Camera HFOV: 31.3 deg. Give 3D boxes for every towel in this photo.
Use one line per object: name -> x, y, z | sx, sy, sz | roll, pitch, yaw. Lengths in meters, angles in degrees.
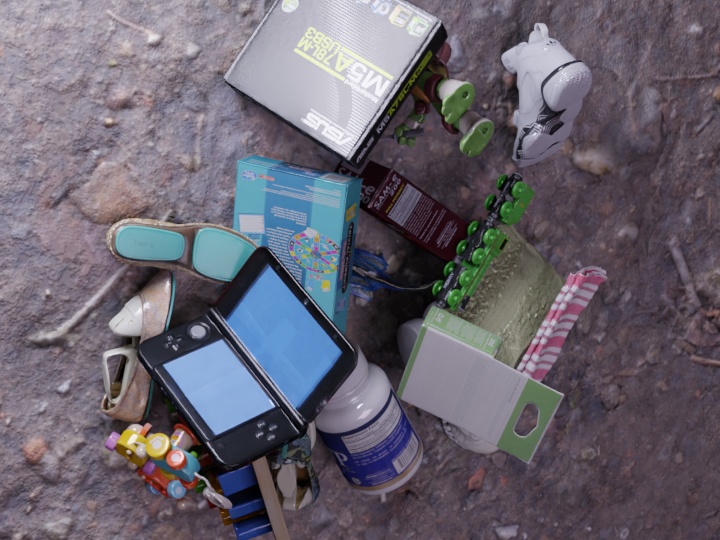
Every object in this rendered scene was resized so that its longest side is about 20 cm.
towel -> 0.185, 0.046, 1.725 | 0.148, 0.036, 0.200 | 41, 69, -10
towel -> 0.267, 0.086, 1.753 | 0.201, 0.030, 0.146 | -63, 162, 13

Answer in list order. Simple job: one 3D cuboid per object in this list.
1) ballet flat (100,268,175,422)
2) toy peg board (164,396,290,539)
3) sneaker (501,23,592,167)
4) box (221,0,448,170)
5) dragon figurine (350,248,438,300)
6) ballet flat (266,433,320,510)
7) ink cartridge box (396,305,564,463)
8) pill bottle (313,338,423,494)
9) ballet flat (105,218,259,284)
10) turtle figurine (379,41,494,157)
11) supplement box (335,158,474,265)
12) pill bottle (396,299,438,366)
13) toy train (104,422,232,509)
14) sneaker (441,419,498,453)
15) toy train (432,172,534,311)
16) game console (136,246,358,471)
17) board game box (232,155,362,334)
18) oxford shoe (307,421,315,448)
ballet flat -> -0.274, 0.091, 1.552 | 0.067, 0.068, 0.202 | 7, 103, -27
toy peg board -> -0.170, 0.238, 1.605 | 0.097, 0.199, 0.201 | -18, 119, -7
sneaker -> 0.239, -0.238, 1.746 | 0.075, 0.115, 0.201 | -15, 150, -26
box -> -0.030, -0.249, 1.498 | 0.194, 0.199, 0.048 | -54, 159, -4
dragon figurine -> 0.000, 0.000, 1.645 | 0.199, 0.099, 0.059 | 26, 97, -2
ballet flat -> -0.094, 0.278, 1.699 | 0.074, 0.074, 0.201 | -33, 145, -18
ink cartridge box -> 0.156, 0.149, 1.662 | 0.048, 0.199, 0.146 | -57, 169, -47
pill bottle -> -0.003, 0.194, 1.729 | 0.119, 0.120, 0.201 | -37, 123, -15
ballet flat -> -0.211, -0.029, 1.540 | 0.199, 0.065, 0.071 | 14, 92, -27
turtle figurine -> 0.055, -0.200, 1.567 | 0.199, 0.194, 0.145 | -17, 125, -30
supplement box -> 0.064, -0.075, 1.673 | 0.199, 0.109, 0.061 | 33, 89, -36
pill bottle -> 0.157, 0.082, 1.790 | 0.199, 0.116, 0.117 | -23, 119, -24
toy train -> -0.228, 0.235, 1.574 | 0.150, 0.199, 0.056 | 43, 64, -24
sneaker -> 0.156, 0.210, 1.863 | 0.075, 0.081, 0.200 | -48, 128, -9
toy train -> 0.160, -0.034, 1.662 | 0.056, 0.042, 0.201 | 32, 89, -49
game console -> -0.133, 0.097, 1.470 | 0.171, 0.200, 0.119 | -23, 148, -34
board game box -> -0.084, -0.027, 1.575 | 0.047, 0.150, 0.202 | -30, 131, -61
oxford shoe -> -0.115, 0.163, 1.667 | 0.058, 0.075, 0.201 | -49, 130, -41
